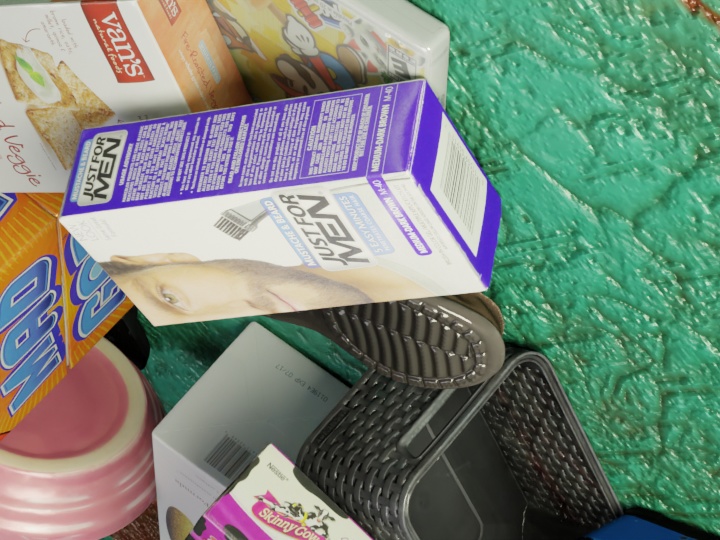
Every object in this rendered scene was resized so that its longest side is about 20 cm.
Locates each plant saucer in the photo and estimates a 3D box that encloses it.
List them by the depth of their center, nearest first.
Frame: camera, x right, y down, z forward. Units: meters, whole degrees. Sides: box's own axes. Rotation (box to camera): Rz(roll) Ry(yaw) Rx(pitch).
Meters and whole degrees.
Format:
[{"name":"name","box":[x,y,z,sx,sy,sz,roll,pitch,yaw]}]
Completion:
[{"name":"plant saucer","box":[-0.223,0.097,1.515,0.200,0.200,0.051,35,132,16]}]

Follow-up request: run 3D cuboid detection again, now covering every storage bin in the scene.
[{"name":"storage bin","box":[0.066,0.145,1.299,0.094,0.135,0.200,13,142,46]}]

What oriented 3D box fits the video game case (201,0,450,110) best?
[{"name":"video game case","box":[-0.039,-0.114,1.186,0.200,0.023,0.182,33,153,19]}]

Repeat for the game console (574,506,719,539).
[{"name":"game console","box":[0.209,0.220,1.243,0.200,0.170,0.119,16,117,43]}]

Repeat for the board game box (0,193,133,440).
[{"name":"board game box","box":[-0.262,-0.039,1.417,0.200,0.200,0.200,36,154,15]}]

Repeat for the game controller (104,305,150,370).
[{"name":"game controller","box":[-0.236,0.006,1.631,0.200,0.042,0.105,31,152,26]}]

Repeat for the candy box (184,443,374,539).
[{"name":"candy box","box":[-0.041,0.189,1.290,0.136,0.061,0.200,43,155,3]}]

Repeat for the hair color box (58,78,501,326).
[{"name":"hair color box","box":[-0.041,-0.031,1.152,0.199,0.065,0.109,-5,145,26]}]

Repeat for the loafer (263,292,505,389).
[{"name":"loafer","box":[0.000,0.000,1.255,0.199,0.071,0.073,23,138,23]}]

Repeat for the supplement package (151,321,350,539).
[{"name":"supplement package","box":[-0.064,0.149,1.523,0.114,0.110,0.200,34,153,17]}]

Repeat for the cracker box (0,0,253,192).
[{"name":"cracker box","box":[-0.168,-0.108,1.224,0.199,0.058,0.134,0,134,29]}]
